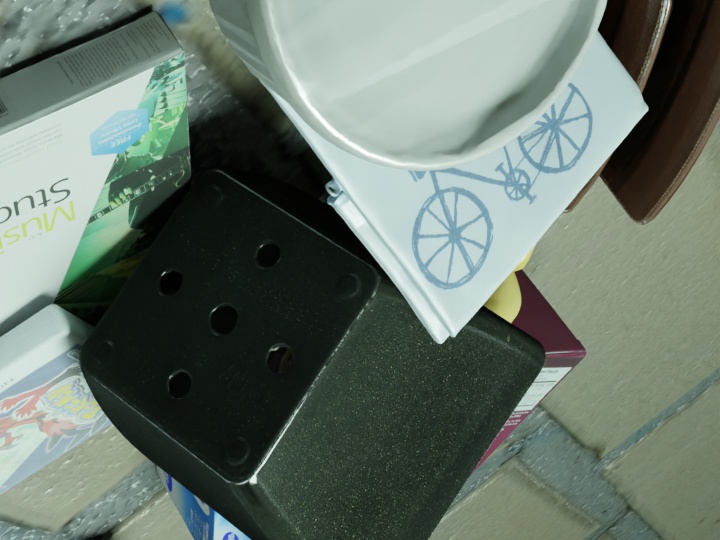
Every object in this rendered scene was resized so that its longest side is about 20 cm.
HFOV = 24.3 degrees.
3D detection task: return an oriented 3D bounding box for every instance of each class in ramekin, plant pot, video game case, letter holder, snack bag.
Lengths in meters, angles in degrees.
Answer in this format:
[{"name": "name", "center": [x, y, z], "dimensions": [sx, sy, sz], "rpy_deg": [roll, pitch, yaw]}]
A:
[{"name": "ramekin", "center": [0.016, -0.154, 0.769], "dimensions": [0.200, 0.094, 0.205], "rpy_deg": [-10, 109, -31]}, {"name": "plant pot", "center": [-0.042, 0.056, 0.964], "dimensions": [0.201, 0.199, 0.177], "rpy_deg": [-55, 152, -4]}, {"name": "video game case", "center": [-0.223, 0.096, 1.020], "dimensions": [0.181, 0.023, 0.200], "rpy_deg": [-32, 164, 2]}, {"name": "letter holder", "center": [0.136, -0.118, 1.005], "dimensions": [0.100, 0.143, 0.201], "rpy_deg": [-21, 151, -27]}, {"name": "snack bag", "center": [0.046, -0.096, 0.875], "dimensions": [0.189, 0.201, 0.021], "rpy_deg": [-48, -156, -20]}]

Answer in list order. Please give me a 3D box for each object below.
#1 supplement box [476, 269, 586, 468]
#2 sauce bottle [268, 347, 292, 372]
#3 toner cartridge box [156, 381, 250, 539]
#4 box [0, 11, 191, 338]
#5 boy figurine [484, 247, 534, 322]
[{"name": "supplement box", "center": [0.064, 0.090, 1.305], "dimensions": [0.085, 0.111, 0.200], "rpy_deg": [1, 136, -51]}, {"name": "sauce bottle", "center": [-0.017, 0.073, 1.119], "dimensions": [0.199, 0.066, 0.064], "rpy_deg": [-6, 179, 44]}, {"name": "toner cartridge box", "center": [-0.106, 0.124, 1.174], "dimensions": [0.043, 0.095, 0.201], "rpy_deg": [-23, 151, -20]}, {"name": "box", "center": [-0.160, -0.038, 0.901], "dimensions": [0.143, 0.036, 0.201], "rpy_deg": [-27, 155, -18]}, {"name": "boy figurine", "center": [0.066, 0.020, 1.194], "dimensions": [0.200, 0.124, 0.064], "rpy_deg": [-48, 128, -3]}]
